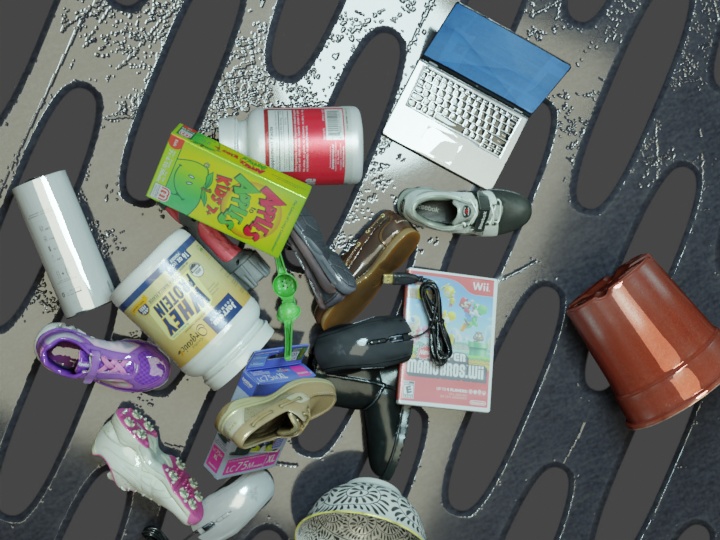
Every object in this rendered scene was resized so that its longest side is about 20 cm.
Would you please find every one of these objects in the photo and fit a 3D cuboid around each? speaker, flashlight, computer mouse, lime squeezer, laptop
[{"bbox_3d":[-0.417,-0.038,1.526,0.081,0.081,0.200,-22,96,-4],"label":"speaker"},{"bbox_3d":[-0.211,-0.057,1.553,0.068,0.068,0.200,-43,96,3],"label":"flashlight"},{"bbox_3d":[-0.214,0.365,1.595,0.200,0.044,0.110,-39,96,-2],"label":"computer mouse"},{"bbox_3d":[-0.104,0.038,1.541,0.038,0.071,0.200,-5,71,-9],"label":"lime squeezer"},{"bbox_3d":[0.030,0.073,1.544,0.199,0.046,0.141,-5,83,-4],"label":"computer mouse"},{"bbox_3d":[0.163,-0.244,1.553,0.187,0.116,0.200,27,91,-7],"label":"laptop"}]

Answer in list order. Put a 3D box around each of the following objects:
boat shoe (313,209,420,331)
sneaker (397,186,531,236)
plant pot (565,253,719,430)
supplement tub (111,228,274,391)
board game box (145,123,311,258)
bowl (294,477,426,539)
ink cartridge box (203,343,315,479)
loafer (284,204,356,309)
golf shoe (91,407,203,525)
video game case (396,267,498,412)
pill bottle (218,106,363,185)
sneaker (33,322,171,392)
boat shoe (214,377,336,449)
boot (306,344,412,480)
[{"bbox_3d":[0.000,0.000,1.584,0.200,0.070,0.070,-47,59,-1],"label":"boat shoe"},{"bbox_3d":[0.158,-0.081,1.576,0.199,0.089,0.074,0,101,-6],"label":"sneaker"},{"bbox_3d":[0.416,0.094,1.574,0.201,0.201,0.195,-36,89,-2],"label":"plant pot"},{"bbox_3d":[-0.233,0.057,1.520,0.144,0.144,0.200,-45,97,-1],"label":"supplement tub"},{"bbox_3d":[-0.179,-0.108,1.476,0.200,0.048,0.102,26,114,-5],"label":"board game box"},{"bbox_3d":[0.011,0.365,1.576,0.200,0.201,0.094,21,48,-7],"label":"bowl"},{"bbox_3d":[-0.137,0.199,1.530,0.042,0.119,0.200,35,113,34],"label":"ink cartridge box"},{"bbox_3d":[-0.084,-0.034,1.546,0.063,0.072,0.200,-42,71,20],"label":"loafer"},{"bbox_3d":[-0.308,0.297,1.567,0.091,0.075,0.200,-41,83,10],"label":"golf shoe"},{"bbox_3d":[0.129,0.103,1.592,0.143,0.017,0.201,7,80,-14],"label":"video game case"},{"bbox_3d":[-0.099,-0.175,1.532,0.199,0.112,0.113,-2,94,-5],"label":"pill bottle"},{"bbox_3d":[-0.371,0.131,1.540,0.200,0.088,0.081,13,91,-8],"label":"sneaker"},{"bbox_3d":[-0.103,0.201,1.476,0.200,0.065,0.071,-13,131,-41],"label":"boat shoe"},{"bbox_3d":[-0.008,0.196,1.589,0.162,0.073,0.199,14,86,-9],"label":"boot"}]
